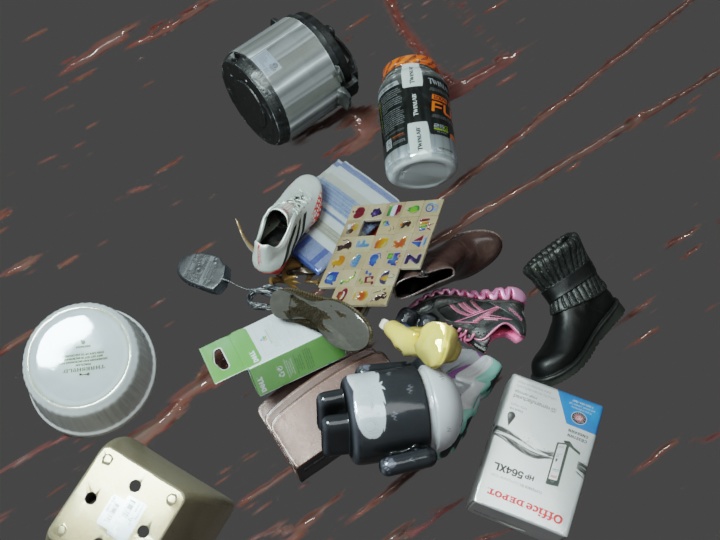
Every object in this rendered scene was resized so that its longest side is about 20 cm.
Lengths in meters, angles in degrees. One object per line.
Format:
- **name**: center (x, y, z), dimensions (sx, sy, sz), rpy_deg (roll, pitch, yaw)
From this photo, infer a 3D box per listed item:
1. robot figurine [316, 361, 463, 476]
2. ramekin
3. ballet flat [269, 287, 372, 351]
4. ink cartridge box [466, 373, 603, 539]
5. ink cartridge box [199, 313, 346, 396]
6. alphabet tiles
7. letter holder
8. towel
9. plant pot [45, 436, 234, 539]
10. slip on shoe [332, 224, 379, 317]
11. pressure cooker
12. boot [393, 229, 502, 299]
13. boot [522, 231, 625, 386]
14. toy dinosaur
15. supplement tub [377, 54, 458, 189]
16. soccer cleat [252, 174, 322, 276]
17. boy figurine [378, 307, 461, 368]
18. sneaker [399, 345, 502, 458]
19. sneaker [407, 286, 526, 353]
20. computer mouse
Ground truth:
- **robot figurine**: center (0.041, 0.198, 1.243), dimensions (0.198, 0.125, 0.152), rpy_deg (-7, 82, -9)
- **ramekin**: center (-0.412, 0.141, 1.376), dimensions (0.200, 0.094, 0.205), rpy_deg (0, 68, -1)
- **ballet flat**: center (-0.052, 0.067, 1.330), dimensions (0.199, 0.046, 0.068), rpy_deg (16, 101, 40)
- **ink cartridge box**: center (0.256, 0.277, 1.341), dimensions (0.145, 0.084, 0.202), rpy_deg (19, 69, 6)
- **ink cartridge box**: center (-0.133, 0.123, 1.383), dimensions (0.198, 0.060, 0.104), rpy_deg (-25, 35, -11)
- **alphabet tiles**: center (0.027, -0.027, 1.376), dimensions (0.166, 0.008, 0.201), rpy_deg (-2, 51, 32)
- **letter holder**: center (-0.046, 0.191, 1.361), dimensions (0.199, 0.101, 0.143), rpy_deg (-32, 71, -13)
- **towel**: center (-0.048, -0.089, 1.483), dimensions (0.146, 0.024, 0.200), rpy_deg (36, 63, 25)
- **plant pot**: center (-0.315, 0.345, 1.254), dimensions (0.199, 0.177, 0.201), rpy_deg (28, 71, 10)
- **slip on shoe**: center (0.000, 0.000, 1.433), dimensions (0.061, 0.074, 0.201), rpy_deg (38, 55, -21)
- **pressure cooker**: center (-0.107, -0.325, 1.515), dimensions (0.199, 0.178, 0.177), rpy_deg (-38, 115, -17)
- **boot**: center (0.137, -0.003, 1.400), dimensions (0.198, 0.166, 0.073), rpy_deg (-20, 98, 1)
- **boot**: center (0.299, 0.059, 1.401), dimensions (0.211, 0.079, 0.158), rpy_deg (-44, 104, -26)
- **toy dinosaur**: center (-0.121, -0.008, 1.471), dimensions (0.198, 0.061, 0.107), rpy_deg (13, 42, 1)
- **supplement tub**: center (0.093, -0.248, 1.523), dimensions (0.121, 0.123, 0.202), rpy_deg (-5, 69, -3)
- **soccer cleat**: center (-0.112, -0.084, 1.414), dimensions (0.068, 0.086, 0.201), rpy_deg (18, 57, 14)
- **boy figurine**: center (0.087, 0.094, 1.287), dimensions (0.123, 0.200, 0.065), rpy_deg (19, 89, -6)
- **sneaker**: center (0.112, 0.182, 1.372), dimensions (0.139, 0.078, 0.200), rpy_deg (28, 46, 15)
- **sneaker**: center (0.167, 0.081, 1.412), dimensions (0.197, 0.079, 0.096), rpy_deg (-4, 63, -5)
- **computer mouse**: center (-0.201, 0.022, 1.449), dimensions (0.198, 0.034, 0.059), rpy_deg (20, 71, 15)
